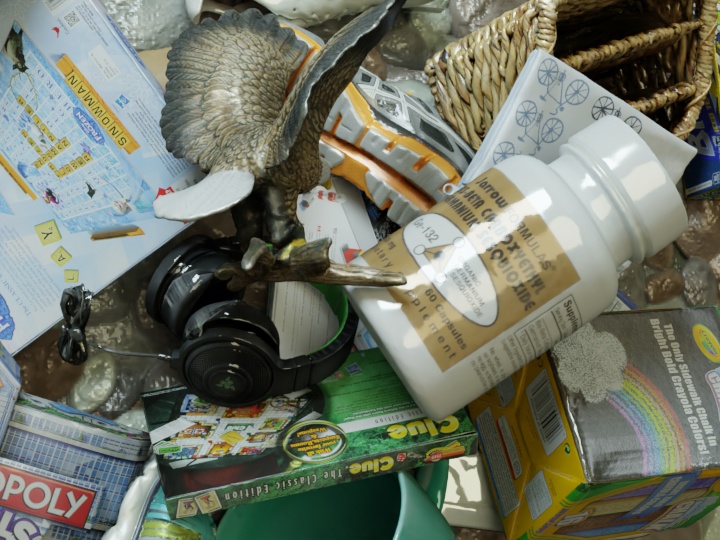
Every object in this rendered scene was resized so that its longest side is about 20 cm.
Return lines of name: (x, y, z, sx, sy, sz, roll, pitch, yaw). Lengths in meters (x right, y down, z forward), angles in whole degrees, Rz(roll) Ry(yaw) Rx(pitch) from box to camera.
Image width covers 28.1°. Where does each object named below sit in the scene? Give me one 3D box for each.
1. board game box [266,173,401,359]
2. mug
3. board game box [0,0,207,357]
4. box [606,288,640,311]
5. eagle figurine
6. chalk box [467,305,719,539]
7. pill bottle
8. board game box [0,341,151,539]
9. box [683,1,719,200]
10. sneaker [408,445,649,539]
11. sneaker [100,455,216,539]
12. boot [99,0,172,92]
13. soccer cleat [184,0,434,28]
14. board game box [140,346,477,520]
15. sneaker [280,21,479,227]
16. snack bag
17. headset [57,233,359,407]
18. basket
board game box: (0.000, 0.000, 1.026, 0.126, 0.035, 0.201, 9, 71, -11)
mug: (0.004, 0.194, 0.946, 0.185, 0.152, 0.114, -35, 126, 5)
board game box: (-0.218, -0.073, 0.934, 0.199, 0.041, 0.200, -35, 94, 5)
box: (0.149, 0.049, 1.094, 0.200, 0.032, 0.121, 43, 70, -8)
eagle figurine: (-0.046, -0.089, 0.876, 0.151, 0.151, 0.201, 5, 82, -9)
chalk box: (0.196, 0.107, 0.999, 0.199, 0.124, 0.125, -1, 60, -25)
pill bottle: (0.097, -0.006, 0.895, 0.200, 0.114, 0.115, -34, 94, -3)
board game box: (-0.238, 0.125, 0.900, 0.199, 0.062, 0.201, 19, 92, -16)
box: (0.294, -0.161, 1.161, 0.064, 0.070, 0.201, -2, 82, -19)
sneaker: (0.126, 0.151, 1.048, 0.199, 0.073, 0.085, 10, 80, -17)
sneaker: (-0.121, 0.186, 0.921, 0.079, 0.078, 0.200, 18, 57, 18)
boot: (-0.179, -0.176, 0.971, 0.175, 0.066, 0.200, -35, 95, 2)
soccer cleat: (-0.034, -0.203, 1.050, 0.199, 0.069, 0.078, 3, 71, -12)
board game box: (-0.035, 0.098, 0.926, 0.199, 0.105, 0.024, -10, 125, -12)
sneaker: (0.005, -0.105, 1.011, 0.200, 0.078, 0.077, 43, 41, 7)
snack bag: (0.129, -0.031, 0.993, 0.188, 0.021, 0.200, 25, 99, -41)
headset: (-0.095, 0.024, 0.920, 0.199, 0.094, 0.124, -13, 48, -24)
basket: (0.176, -0.131, 1.049, 0.200, 0.149, 0.143, -20, 88, -38)
